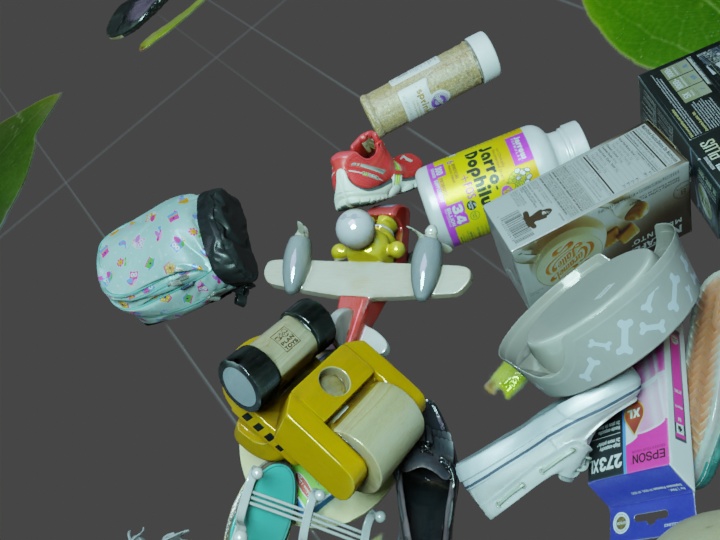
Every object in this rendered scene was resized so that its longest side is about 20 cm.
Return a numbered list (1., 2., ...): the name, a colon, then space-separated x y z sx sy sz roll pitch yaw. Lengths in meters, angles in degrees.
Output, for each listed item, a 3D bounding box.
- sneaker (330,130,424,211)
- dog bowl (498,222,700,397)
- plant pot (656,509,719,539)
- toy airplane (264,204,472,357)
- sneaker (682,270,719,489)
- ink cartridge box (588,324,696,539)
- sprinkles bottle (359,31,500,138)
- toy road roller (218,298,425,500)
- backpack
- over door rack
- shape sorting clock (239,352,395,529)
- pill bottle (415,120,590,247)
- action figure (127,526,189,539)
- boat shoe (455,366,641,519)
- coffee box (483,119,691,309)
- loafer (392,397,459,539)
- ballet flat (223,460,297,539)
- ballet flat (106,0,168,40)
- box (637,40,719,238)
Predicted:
1. sneaker: 0.026 -0.135 0.920 0.076 0.086 0.200 -8 12 28
2. dog bowl: 0.225 0.041 0.685 0.200 0.200 0.059 -41 91 -7
3. plant pot: 0.296 0.259 0.490 0.197 0.135 0.203 -1 66 2
4. toy airplane: 0.000 0.000 0.824 0.198 0.142 0.200 -26 38 -9
5. sneaker: 0.336 0.106 0.662 0.079 0.071 0.203 20 83 -11
6. ink cartridge box: 0.254 0.140 0.671 0.095 0.037 0.202 -38 36 51
7. sprinkles bottle: 0.099 -0.264 1.041 0.198 0.068 0.069 -27 49 6
8. toy road roller: -0.048 0.142 0.725 0.199 0.147 0.123 38 46 14
9. backpack: -0.251 -0.015 0.989 0.198 0.127 0.168 -24 53 11
10. over door rack: -0.062 0.297 0.667 0.146 0.067 0.202 23 60 -11
11. shape sorting clock: -0.041 0.180 0.805 0.197 0.039 0.202 -6 59 10
12. pill bottle: 0.172 -0.107 0.870 0.198 0.105 0.105 -21 50 10
13. action figure: -0.213 0.349 0.748 0.130 0.069 0.201 -38 46 2
14. boat shoe: 0.185 0.164 0.683 0.199 0.073 0.067 -38 76 25
15. coffee box: 0.248 -0.056 0.793 0.198 0.115 0.080 -27 47 4
16. loafer: 0.066 0.214 0.707 0.071 0.063 0.202 4 58 -2
17. ballet flat: -0.116 0.291 0.735 0.067 0.067 0.202 -35 37 63
18. ballet flat: -0.446 -0.547 1.523 0.199 0.057 0.067 -40 77 0
19. box: 0.425 -0.157 0.800 0.162 0.086 0.202 -22 50 9
